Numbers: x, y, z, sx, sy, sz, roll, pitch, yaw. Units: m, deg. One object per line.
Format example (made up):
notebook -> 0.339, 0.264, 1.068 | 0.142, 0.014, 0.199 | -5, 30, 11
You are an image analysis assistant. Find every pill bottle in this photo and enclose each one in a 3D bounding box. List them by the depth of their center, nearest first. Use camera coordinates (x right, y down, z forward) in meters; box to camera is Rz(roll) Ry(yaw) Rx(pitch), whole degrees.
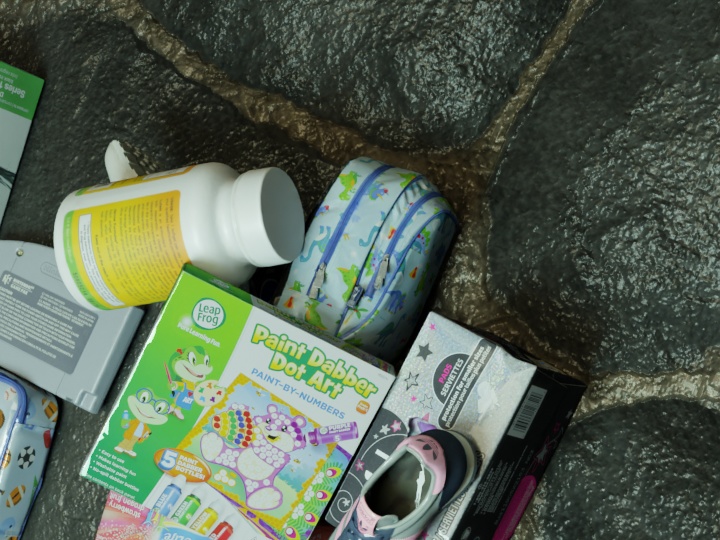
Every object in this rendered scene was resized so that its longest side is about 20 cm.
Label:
pill bottle -> -0.154, -0.032, 1.504 | 0.200, 0.111, 0.111 | -9, 75, 25

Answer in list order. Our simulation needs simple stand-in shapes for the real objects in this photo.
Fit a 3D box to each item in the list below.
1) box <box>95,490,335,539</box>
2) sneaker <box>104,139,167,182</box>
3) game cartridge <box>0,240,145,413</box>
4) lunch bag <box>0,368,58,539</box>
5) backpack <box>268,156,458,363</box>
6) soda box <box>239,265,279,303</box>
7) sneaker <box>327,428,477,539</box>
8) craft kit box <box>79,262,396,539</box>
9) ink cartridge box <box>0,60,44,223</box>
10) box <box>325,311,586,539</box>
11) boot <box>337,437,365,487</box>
box -> -0.133, 0.248, 1.584 | 0.200, 0.095, 0.103 | 17, 88, 29
sneaker -> -0.194, -0.038, 1.623 | 0.081, 0.076, 0.200 | -46, 61, 22
game cartridge -> -0.312, 0.048, 1.753 | 0.200, 0.042, 0.133 | 23, 83, 30
lunch bag -> -0.398, 0.192, 1.748 | 0.160, 0.076, 0.200 | 19, 87, 32
backpack -> 0.000, 0.000, 1.547 | 0.154, 0.163, 0.200 | 7, 75, 20
soda box -> -0.116, 0.043, 1.638 | 0.071, 0.063, 0.200 | -12, 74, 25
sneaker -> 0.007, 0.205, 1.379 | 0.070, 0.082, 0.200 | 40, 103, 26
craft kit box -> -0.102, 0.125, 1.453 | 0.200, 0.049, 0.198 | 26, 96, -6
ink cartridge box -> -0.437, -0.128, 1.832 | 0.146, 0.083, 0.200 | 14, 86, 30
box -> 0.080, 0.152, 1.472 | 0.115, 0.132, 0.200 | 27, 93, 28
boot -> -0.104, 0.161, 1.562 | 0.200, 0.174, 0.069 | -32, 26, 39
